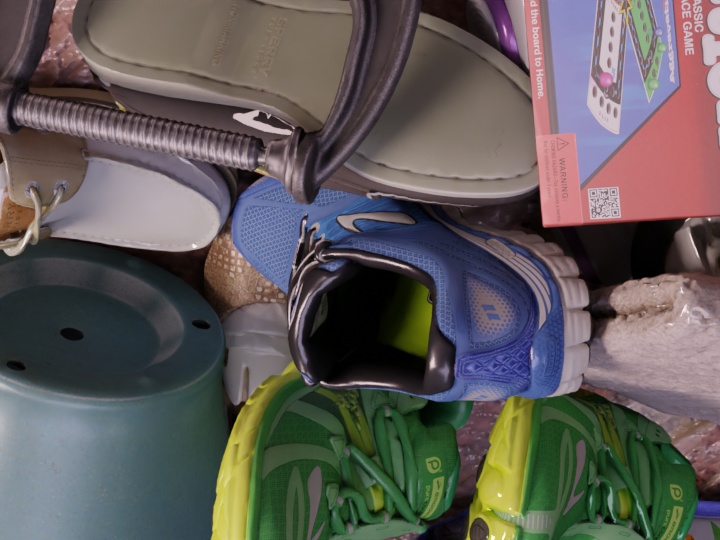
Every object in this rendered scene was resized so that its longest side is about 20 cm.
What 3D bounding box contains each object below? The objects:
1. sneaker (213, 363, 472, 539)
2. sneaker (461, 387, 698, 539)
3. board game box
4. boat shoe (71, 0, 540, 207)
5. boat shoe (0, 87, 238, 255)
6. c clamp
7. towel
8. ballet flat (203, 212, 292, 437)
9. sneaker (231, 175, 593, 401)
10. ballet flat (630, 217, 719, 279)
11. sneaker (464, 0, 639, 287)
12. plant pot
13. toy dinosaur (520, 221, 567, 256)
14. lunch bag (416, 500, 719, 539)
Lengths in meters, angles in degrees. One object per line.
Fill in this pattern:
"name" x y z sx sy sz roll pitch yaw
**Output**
"sneaker" -0.004 0.078 0.792 0.084 0.200 0.074 16 121 15
"sneaker" 0.101 0.088 0.817 0.084 0.200 0.074 19 100 20
"board game box" 0.107 -0.118 0.677 0.103 0.019 0.200 -3 96 23
"boat shoe" -0.015 -0.068 0.759 0.201 0.072 0.061 20 160 13
"boat shoe" -0.150 -0.040 0.811 0.200 0.068 0.075 15 132 -15
"c clamp" -0.078 -0.075 0.725 0.200 0.171 0.027 6 173 14
"towel" 0.141 0.037 0.759 0.132 0.034 0.200 16 171 -14
"ballet flat" -0.039 0.057 0.909 0.070 0.065 0.200 -1 133 2
"sneaker" 0.000 0.000 0.767 0.089 0.200 0.079 -9 110 -34
"ballet flat" 0.155 -0.028 0.735 0.068 0.068 0.200 16 137 -7
"sneaker" 0.105 -0.083 0.788 0.100 0.075 0.200 -25 134 2
"plant pot" -0.143 0.096 0.870 0.200 0.200 0.188 10 117 -11
"toy dinosaur" 0.098 0.026 0.904 0.200 0.058 0.101 -5 149 13
"lunch bag" 0.130 0.210 1.028 0.200 0.124 0.170 5 135 13
